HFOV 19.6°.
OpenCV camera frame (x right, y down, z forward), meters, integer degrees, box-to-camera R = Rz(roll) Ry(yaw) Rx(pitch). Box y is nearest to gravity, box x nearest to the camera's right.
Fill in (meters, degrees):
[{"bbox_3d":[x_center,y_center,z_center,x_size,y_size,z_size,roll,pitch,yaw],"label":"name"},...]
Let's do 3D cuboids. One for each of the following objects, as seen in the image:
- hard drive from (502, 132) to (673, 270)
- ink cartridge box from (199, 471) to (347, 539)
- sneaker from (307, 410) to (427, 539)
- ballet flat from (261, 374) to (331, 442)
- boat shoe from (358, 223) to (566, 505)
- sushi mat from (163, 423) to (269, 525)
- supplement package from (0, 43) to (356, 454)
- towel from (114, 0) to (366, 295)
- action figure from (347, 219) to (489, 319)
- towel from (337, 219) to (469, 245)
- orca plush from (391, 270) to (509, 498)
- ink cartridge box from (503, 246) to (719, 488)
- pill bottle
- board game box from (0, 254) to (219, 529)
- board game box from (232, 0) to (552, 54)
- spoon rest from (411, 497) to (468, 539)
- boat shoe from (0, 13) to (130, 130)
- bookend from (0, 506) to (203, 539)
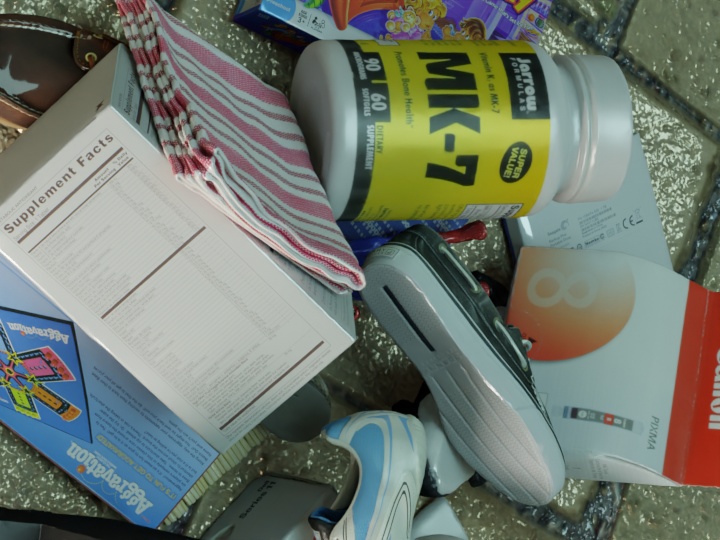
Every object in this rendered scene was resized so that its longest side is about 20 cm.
[{"bbox_3d":[0.177,0.014,1.537,0.132,0.025,0.201,-23,104,-33],"label":"hard drive"},{"bbox_3d":[-0.033,0.253,1.356,0.147,0.083,0.200,-47,115,-26],"label":"ink cartridge box"},{"bbox_3d":[0.002,0.186,1.298,0.072,0.072,0.201,2,94,-4],"label":"sneaker"},{"bbox_3d":[-0.090,0.032,1.323,0.067,0.046,0.200,-39,113,13],"label":"ballet flat"},{"bbox_3d":[0.079,0.056,1.332,0.071,0.072,0.200,-44,107,-41],"label":"boat shoe"},{"bbox_3d":[-0.139,0.059,1.319,0.096,0.012,0.200,-44,114,-27],"label":"sushi mat"},{"bbox_3d":[-0.110,-0.014,1.214,0.114,0.110,0.200,-40,110,14],"label":"supplement package"},{"bbox_3d":[-0.069,-0.082,1.218,0.030,0.200,0.146,-40,131,16],"label":"towel"},{"bbox_3d":[0.000,0.000,1.357,0.199,0.099,0.065,-5,93,-22],"label":"action figure"},{"bbox_3d":[0.041,-0.097,1.444,0.200,0.024,0.145,-52,120,-21],"label":"towel"},{"bbox_3d":[0.051,0.079,1.422,0.105,0.071,0.200,60,36,-42],"label":"orca plush"},{"bbox_3d":[0.191,0.065,1.401,0.050,0.199,0.163,66,31,-51],"label":"ink cartridge box"},{"bbox_3d":[0.063,-0.090,1.322,0.199,0.114,0.115,-2,92,-17],"label":"pill bottle"},{"bbox_3d":[-0.168,0.067,1.271,0.200,0.019,0.103,43,85,-26],"label":"board game box"},{"bbox_3d":[0.029,-0.189,1.391,0.200,0.045,0.135,23,76,-23],"label":"board game box"},{"bbox_3d":[0.058,0.204,1.366,0.061,0.200,0.100,-30,101,-2],"label":"spoon rest"},{"bbox_3d":[-0.155,-0.110,1.270,0.200,0.070,0.071,15,83,-34],"label":"boat shoe"},{"bbox_3d":[-0.185,0.187,1.176,0.198,0.200,0.092,11,85,-36],"label":"bookend"}]
